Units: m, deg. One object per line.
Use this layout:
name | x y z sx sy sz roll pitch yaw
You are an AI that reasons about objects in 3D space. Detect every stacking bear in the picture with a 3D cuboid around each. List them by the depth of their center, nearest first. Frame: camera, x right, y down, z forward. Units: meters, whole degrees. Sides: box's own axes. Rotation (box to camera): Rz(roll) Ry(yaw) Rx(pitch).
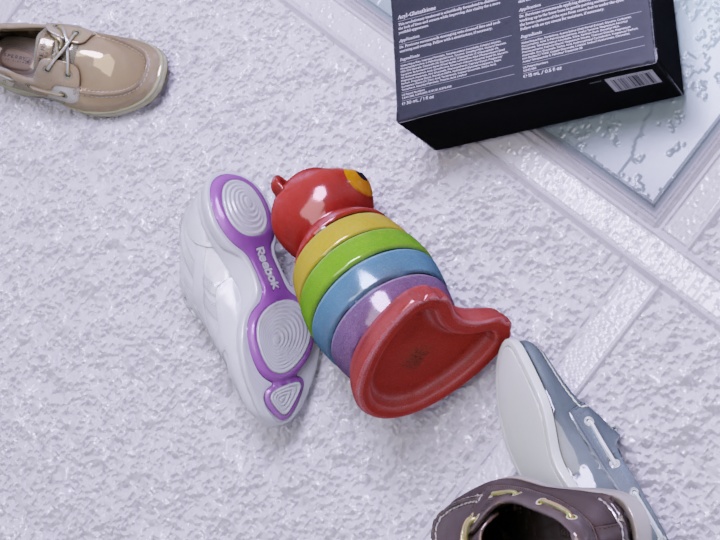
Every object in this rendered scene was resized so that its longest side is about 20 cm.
stacking bear | 0.000 0.000 1.127 0.114 0.121 0.200 -48 51 19

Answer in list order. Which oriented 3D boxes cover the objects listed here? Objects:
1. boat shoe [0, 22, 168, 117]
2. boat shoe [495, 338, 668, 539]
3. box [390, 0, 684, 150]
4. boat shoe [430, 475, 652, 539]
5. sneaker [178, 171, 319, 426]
boat shoe | -0.259 -0.181 1.330 0.199 0.065 0.073 12 82 29
boat shoe | 0.151 0.132 1.049 0.061 0.073 0.201 -9 56 -21
box | 0.127 -0.183 1.127 0.199 0.079 0.142 -10 74 25
boat shoe | 0.103 0.174 1.004 0.200 0.059 0.072 -11 83 56
sneaker | -0.092 0.028 1.197 0.099 0.075 0.201 -32 68 49
